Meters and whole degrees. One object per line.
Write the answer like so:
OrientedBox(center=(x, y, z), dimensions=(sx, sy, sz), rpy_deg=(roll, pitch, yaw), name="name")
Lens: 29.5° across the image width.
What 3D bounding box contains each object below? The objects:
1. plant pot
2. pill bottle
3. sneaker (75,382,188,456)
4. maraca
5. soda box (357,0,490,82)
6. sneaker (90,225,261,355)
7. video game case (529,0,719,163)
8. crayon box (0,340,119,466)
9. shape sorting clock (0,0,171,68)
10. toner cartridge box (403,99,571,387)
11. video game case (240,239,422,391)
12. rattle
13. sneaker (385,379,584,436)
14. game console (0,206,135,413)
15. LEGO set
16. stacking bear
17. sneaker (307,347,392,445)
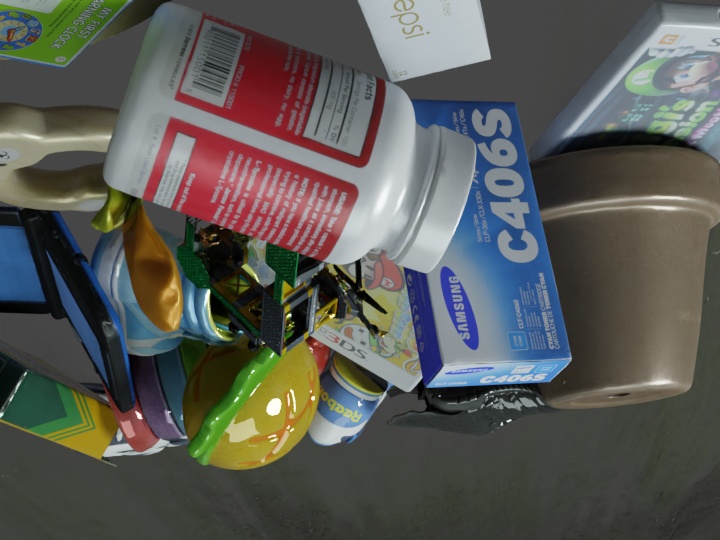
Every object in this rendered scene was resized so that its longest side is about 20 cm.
OrientedBox(center=(0.193, 0.014, 1.067), dimensions=(0.199, 0.176, 0.200), rpy_deg=(-6, 168, -1), name="plant pot")
OrientedBox(center=(-0.040, -0.070, 0.795), dimensions=(0.199, 0.113, 0.112), rpy_deg=(19, 151, -10), name="pill bottle")
OrientedBox(center=(-0.235, 0.143, 1.374), dimensions=(0.129, 0.080, 0.199), rpy_deg=(-3, 168, -36), name="sneaker")
OrientedBox(center=(-0.091, 0.102, 1.112), dimensions=(0.107, 0.137, 0.200), rpy_deg=(34, 176, 6), name="maraca")
OrientedBox(center=(0.022, -0.180, 0.720), dimensions=(0.063, 0.069, 0.200), rpy_deg=(-12, 157, 9), name="soda box")
OrientedBox(center=(-0.136, 0.035, 1.101), dimensions=(0.130, 0.080, 0.200), rpy_deg=(19, 161, 11), name="sneaker")
OrientedBox(center=(0.244, -0.125, 0.994), dimensions=(0.181, 0.023, 0.200), rpy_deg=(0, 156, -20), name="video game case")
OrientedBox(center=(-0.297, 0.106, 1.218), dimensions=(0.125, 0.052, 0.200), rpy_deg=(27, 172, 26), name="crayon box")
OrientedBox(center=(-0.180, -0.164, 0.721), dimensions=(0.199, 0.039, 0.200), rpy_deg=(-10, 161, -3), name="shape sorting clock")
OrientedBox(center=(0.077, -0.022, 0.945), dimensions=(0.094, 0.201, 0.043), rpy_deg=(-2, 155, -17), name="toner cartridge box")
OrientedBox(center=(0.000, 0.000, 1.050), dimensions=(0.181, 0.023, 0.200), rpy_deg=(30, 142, -4), name="video game case")
OrientedBox(center=(-0.217, -0.040, 0.884), dimensions=(0.130, 0.144, 0.200), rpy_deg=(-2, 172, 37), name="rattle")
OrientedBox(center=(0.121, 0.106, 1.196), dimensions=(0.198, 0.060, 0.104), rpy_deg=(-3, 158, 2), name="sneaker")
OrientedBox(center=(-0.266, 0.034, 1.058), dimensions=(0.118, 0.171, 0.200), rpy_deg=(-28, 162, -16), name="game console")
OrientedBox(center=(-0.044, -0.044, 0.947), dimensions=(0.116, 0.154, 0.201), rpy_deg=(-35, 146, -29), name="LEGO set")
OrientedBox(center=(-0.125, 0.084, 1.248), dimensions=(0.199, 0.114, 0.121), rpy_deg=(-18, 169, 2), name="stacking bear")
OrientedBox(center=(-0.013, 0.116, 1.324), dimensions=(0.074, 0.083, 0.200), rpy_deg=(31, -172, 7), name="sneaker")
